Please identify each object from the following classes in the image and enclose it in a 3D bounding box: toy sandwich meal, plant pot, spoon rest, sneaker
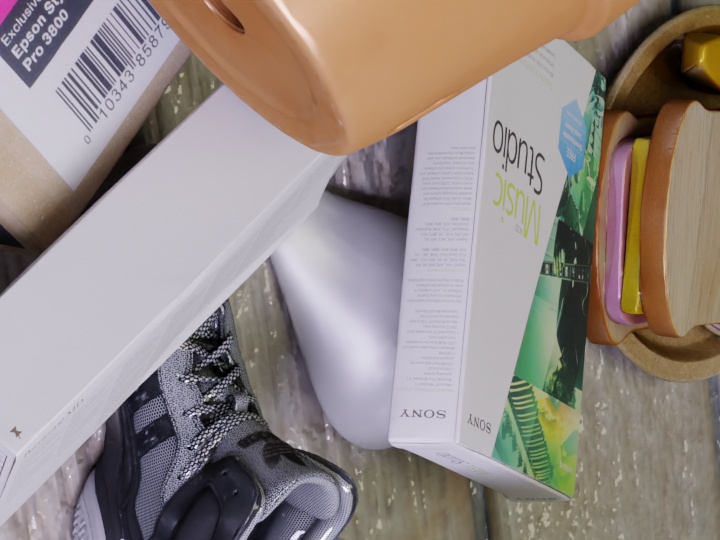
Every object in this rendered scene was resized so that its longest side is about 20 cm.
[{"bbox_3d":[0.176,-0.035,1.413,0.205,0.070,0.205,-11,105,-44],"label":"toy sandwich meal"},{"bbox_3d":[-0.002,-0.135,1.035,0.140,0.200,0.200,-44,127,-12],"label":"plant pot"},{"bbox_3d":[0.000,0.000,1.261,0.099,0.061,0.200,-54,144,-23],"label":"spoon rest"},{"bbox_3d":[-0.056,0.053,1.161,0.075,0.114,0.200,-7,102,-45],"label":"sneaker"}]

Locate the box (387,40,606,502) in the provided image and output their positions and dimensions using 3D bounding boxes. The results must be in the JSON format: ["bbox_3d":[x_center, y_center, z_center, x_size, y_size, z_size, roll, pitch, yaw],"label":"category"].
[{"bbox_3d":[0.063,-0.009,1.272,0.144,0.036,0.200,29,65,-63],"label":"box"}]

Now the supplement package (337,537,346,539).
[{"bbox_3d":[0.017,0.236,1.215,0.147,0.191,0.200,-46,127,-29],"label":"supplement package"}]

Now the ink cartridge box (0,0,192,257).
[{"bbox_3d":[-0.128,-0.132,1.081,0.200,0.075,0.165,-58,133,-20],"label":"ink cartridge box"}]

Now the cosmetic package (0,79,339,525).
[{"bbox_3d":[-0.084,0.003,1.084,0.051,0.083,0.200,41,60,5],"label":"cosmetic package"}]
